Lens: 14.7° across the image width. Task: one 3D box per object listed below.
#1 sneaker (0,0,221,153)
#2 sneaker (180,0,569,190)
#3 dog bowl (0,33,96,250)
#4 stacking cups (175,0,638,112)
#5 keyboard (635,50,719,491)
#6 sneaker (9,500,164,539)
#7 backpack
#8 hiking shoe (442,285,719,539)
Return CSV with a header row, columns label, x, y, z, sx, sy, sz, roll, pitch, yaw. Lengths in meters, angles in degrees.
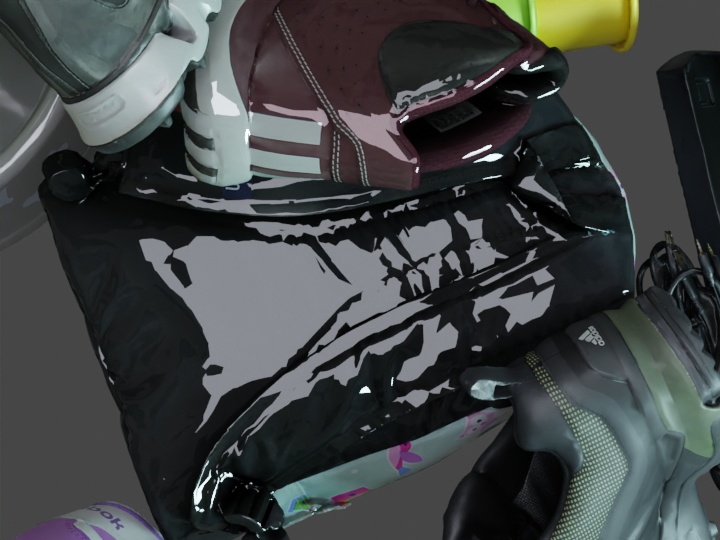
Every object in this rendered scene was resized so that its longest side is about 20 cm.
label,x,y,z,sx,sy,sz,roll,pitch,yaw
sneaker,-0.075,-0.139,0.910,0.090,0.066,0.201,40,48,-28
sneaker,0.023,-0.097,0.954,0.115,0.076,0.201,13,55,14
dog bowl,-0.185,-0.099,1.066,0.199,0.059,0.201,0,85,1
stacking cups,0.000,-0.094,1.046,0.199,0.061,0.061,-11,86,-7
keyboard,0.133,0.018,1.038,0.039,0.104,0.201,-16,84,27
sneaker,-0.083,0.184,1.027,0.072,0.114,0.201,0,106,29
backpack,0.000,0.000,1.021,0.199,0.127,0.168,-21,93,-1
hiking shoe,0.075,0.096,0.997,0.100,0.076,0.201,-13,127,-11
